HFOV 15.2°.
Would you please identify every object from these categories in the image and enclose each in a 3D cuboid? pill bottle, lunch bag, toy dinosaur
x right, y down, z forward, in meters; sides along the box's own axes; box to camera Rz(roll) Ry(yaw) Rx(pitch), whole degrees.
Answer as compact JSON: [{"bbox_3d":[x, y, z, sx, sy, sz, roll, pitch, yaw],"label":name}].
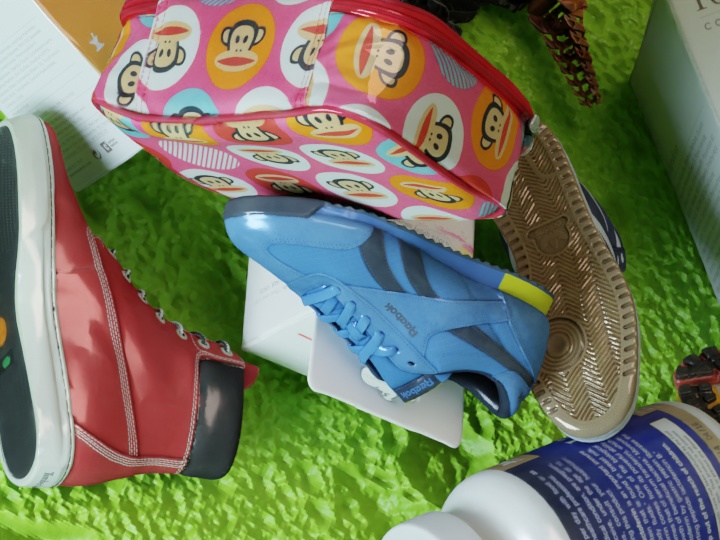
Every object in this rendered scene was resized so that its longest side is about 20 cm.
[{"bbox_3d":[0.113,0.152,1.455,0.199,0.116,0.116,-18,76,-34],"label":"pill bottle"},{"bbox_3d":[-0.016,-0.074,1.352,0.176,0.199,0.082,33,68,-48],"label":"lunch bag"},{"bbox_3d":[0.088,-0.193,1.627,0.200,0.103,0.135,40,32,23],"label":"toy dinosaur"}]

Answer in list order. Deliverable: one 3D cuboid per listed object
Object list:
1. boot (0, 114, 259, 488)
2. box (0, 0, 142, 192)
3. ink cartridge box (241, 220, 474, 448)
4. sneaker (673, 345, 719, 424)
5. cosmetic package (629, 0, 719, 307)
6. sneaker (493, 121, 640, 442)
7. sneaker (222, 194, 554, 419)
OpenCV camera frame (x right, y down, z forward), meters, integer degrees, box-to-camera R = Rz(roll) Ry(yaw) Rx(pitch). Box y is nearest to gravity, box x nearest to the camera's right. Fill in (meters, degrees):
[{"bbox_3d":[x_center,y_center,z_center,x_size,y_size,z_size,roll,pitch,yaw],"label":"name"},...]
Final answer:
[{"bbox_3d":[-0.127,0.016,1.425,0.143,0.072,0.201,0,71,-32],"label":"boot"},{"bbox_3d":[-0.164,-0.166,1.453,0.200,0.097,0.125,48,54,-11],"label":"box"},{"bbox_3d":[0.000,0.000,1.484,0.117,0.067,0.201,25,56,-33],"label":"ink cartridge box"},{"bbox_3d":[0.246,0.134,1.524,0.077,0.082,0.200,-20,51,-16],"label":"sneaker"},{"bbox_3d":[0.275,-0.082,1.594,0.164,0.165,0.201,-19,75,-6],"label":"cosmetic package"},{"bbox_3d":[0.122,0.019,1.514,0.070,0.109,0.201,-20,60,9],"label":"sneaker"},{"bbox_3d":[0.013,0.020,1.392,0.199,0.066,0.079,23,77,-28],"label":"sneaker"}]
